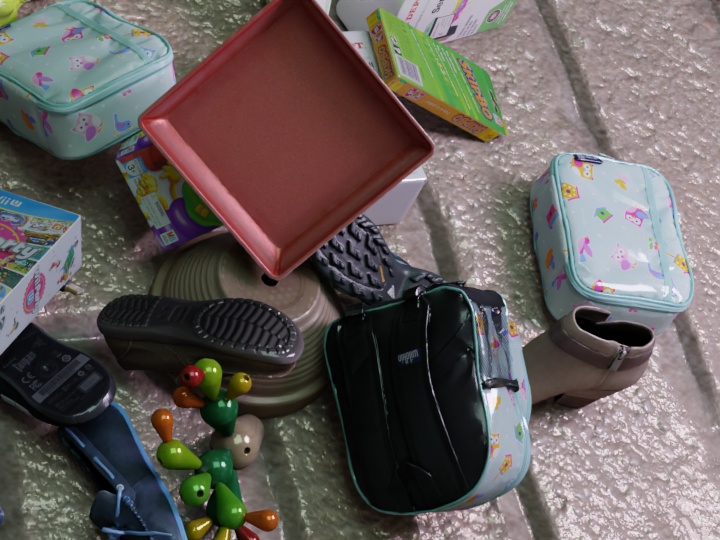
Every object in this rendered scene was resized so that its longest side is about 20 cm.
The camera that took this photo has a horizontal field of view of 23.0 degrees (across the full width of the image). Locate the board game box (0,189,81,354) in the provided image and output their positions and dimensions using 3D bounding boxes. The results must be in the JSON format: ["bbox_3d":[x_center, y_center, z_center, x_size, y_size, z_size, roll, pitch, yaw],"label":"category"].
[{"bbox_3d":[-0.360,0.007,1.578,0.147,0.065,0.200,17,39,14],"label":"board game box"}]

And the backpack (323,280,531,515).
[{"bbox_3d":[0.071,0.128,1.644,0.153,0.175,0.201,19,60,-56],"label":"backpack"}]

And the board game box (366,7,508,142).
[{"bbox_3d":[0.086,-0.209,1.930,0.199,0.030,0.096,20,46,-44],"label":"board game box"}]

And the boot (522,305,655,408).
[{"bbox_3d":[0.185,0.084,1.740,0.199,0.146,0.071,4,58,-19],"label":"boot"}]

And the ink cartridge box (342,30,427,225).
[{"bbox_3d":[-0.037,-0.148,1.848,0.145,0.084,0.201,-6,60,-26],"label":"ink cartridge box"}]

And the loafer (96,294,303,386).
[{"bbox_3d":[-0.141,0.068,1.612,0.199,0.071,0.073,9,37,22],"label":"loafer"}]

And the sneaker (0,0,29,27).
[{"bbox_3d":[-0.375,-0.316,1.833,0.105,0.076,0.200,26,43,8],"label":"sneaker"}]

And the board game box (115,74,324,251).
[{"bbox_3d":[-0.119,-0.117,1.698,0.103,0.199,0.105,-92,156,-68],"label":"board game box"}]

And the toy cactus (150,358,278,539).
[{"bbox_3d":[-0.116,0.164,1.573,0.165,0.102,0.201,-46,124,-70],"label":"toy cactus"}]

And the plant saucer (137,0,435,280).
[{"bbox_3d":[-0.066,-0.127,1.617,0.200,0.199,0.037,49,12,-10],"label":"plant saucer"}]

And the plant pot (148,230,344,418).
[{"bbox_3d":[-0.100,0.032,1.695,0.200,0.093,0.202,10,54,-14],"label":"plant pot"}]

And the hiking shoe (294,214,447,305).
[{"bbox_3d":[0.000,0.000,1.727,0.200,0.087,0.075,38,74,-27],"label":"hiking shoe"}]

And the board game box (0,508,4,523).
[{"bbox_3d":[-0.413,0.160,1.513,0.135,0.035,0.200,-23,68,-33],"label":"board game box"}]

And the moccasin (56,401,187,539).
[{"bbox_3d":[-0.208,0.208,1.549,0.068,0.081,0.200,-17,50,-25],"label":"moccasin"}]

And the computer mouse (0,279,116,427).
[{"bbox_3d":[-0.285,0.071,1.607,0.199,0.046,0.141,25,52,23],"label":"computer mouse"}]

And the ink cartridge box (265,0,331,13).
[{"bbox_3d":[-0.061,-0.365,1.890,0.048,0.201,0.146,2,31,-20],"label":"ink cartridge box"}]

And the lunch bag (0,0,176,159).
[{"bbox_3d":[-0.280,-0.196,1.737,0.160,0.077,0.200,-33,44,-27],"label":"lunch bag"}]

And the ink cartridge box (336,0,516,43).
[{"bbox_3d":[0.090,-0.327,1.985,0.199,0.145,0.084,-20,66,-32],"label":"ink cartridge box"}]

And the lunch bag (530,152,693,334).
[{"bbox_3d":[0.270,-0.032,1.889,0.159,0.077,0.201,8,55,-17],"label":"lunch bag"}]
